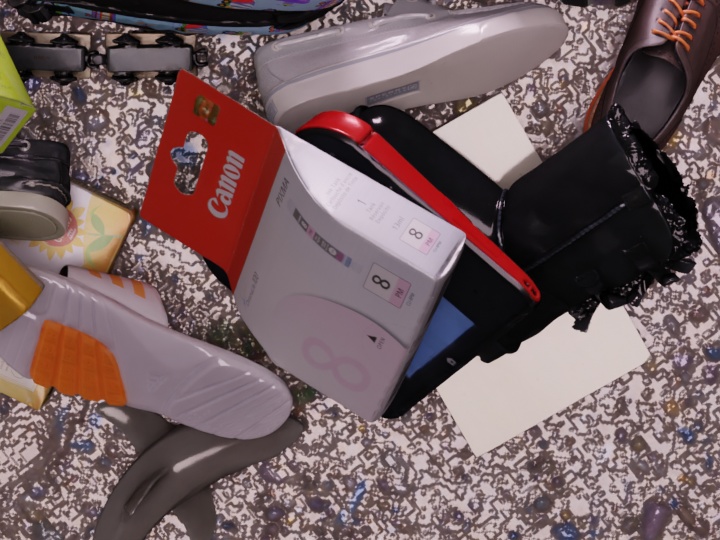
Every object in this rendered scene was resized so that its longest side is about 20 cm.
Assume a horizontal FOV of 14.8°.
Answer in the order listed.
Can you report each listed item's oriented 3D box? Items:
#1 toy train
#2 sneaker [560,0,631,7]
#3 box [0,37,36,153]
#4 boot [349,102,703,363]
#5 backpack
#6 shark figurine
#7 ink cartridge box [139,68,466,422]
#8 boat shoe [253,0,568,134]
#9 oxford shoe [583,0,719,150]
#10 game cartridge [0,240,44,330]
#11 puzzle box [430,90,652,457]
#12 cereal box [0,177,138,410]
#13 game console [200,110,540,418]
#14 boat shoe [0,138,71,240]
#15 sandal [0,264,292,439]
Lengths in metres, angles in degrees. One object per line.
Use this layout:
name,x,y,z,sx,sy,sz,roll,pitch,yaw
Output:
toy train,-0.195,-0.136,1.761,0.200,0.046,0.034,1,101,3
sneaker,0.081,-0.224,1.744,0.200,0.074,0.089,11,61,3
box,-0.285,-0.165,1.686,0.048,0.122,0.200,-49,50,26
boot,0.103,-0.049,1.706,0.162,0.073,0.198,-30,101,23
backpack,-0.102,-0.218,1.691,0.200,0.183,0.135,8,78,-14
shark figurine,-0.139,0.169,1.769,0.128,0.090,0.215,26,93,-1
ink cartridge box,-0.047,-0.012,1.682,0.200,0.163,0.057,28,53,4
boat shoe,0.030,-0.141,1.751,0.200,0.072,0.069,-19,65,-4
oxford shoe,0.203,-0.152,1.743,0.071,0.073,0.200,21,95,-2
game cartridge,-0.315,-0.016,1.692,0.200,0.032,0.176,44,133,-13
puzzle box,0.082,0.002,1.782,0.133,0.025,0.200,-29,94,3
cereal box,-0.262,-0.018,1.774,0.200,0.040,0.144,27,95,-2
game console,0.000,0.000,1.714,0.177,0.200,0.031,44,54,-3
boat shoe,-0.272,-0.067,1.718,0.199,0.075,0.066,6,68,14
sandal,-0.140,0.047,1.746,0.207,0.059,0.079,24,122,-16
